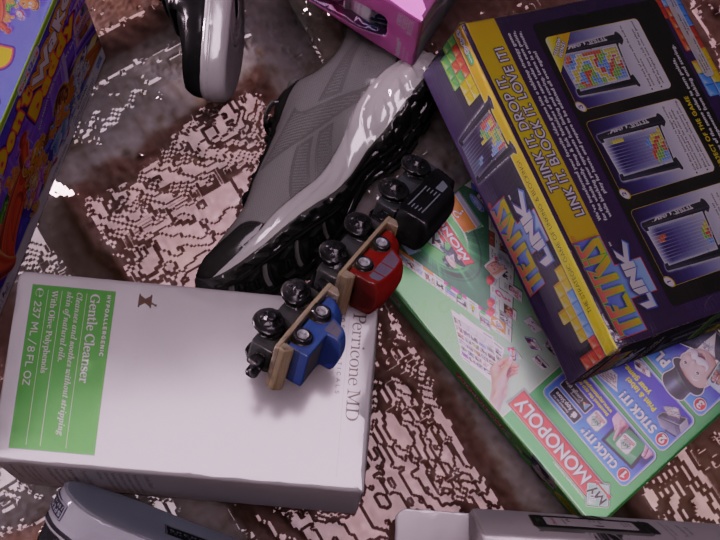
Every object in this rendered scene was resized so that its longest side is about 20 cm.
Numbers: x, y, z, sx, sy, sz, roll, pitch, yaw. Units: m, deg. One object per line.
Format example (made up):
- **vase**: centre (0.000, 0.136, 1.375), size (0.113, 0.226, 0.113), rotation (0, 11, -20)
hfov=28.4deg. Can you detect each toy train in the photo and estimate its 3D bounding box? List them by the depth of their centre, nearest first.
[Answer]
- **toy train**: centre (0.000, 0.000, 0.763), size (0.045, 0.034, 0.200), rotation (30, 44, 12)

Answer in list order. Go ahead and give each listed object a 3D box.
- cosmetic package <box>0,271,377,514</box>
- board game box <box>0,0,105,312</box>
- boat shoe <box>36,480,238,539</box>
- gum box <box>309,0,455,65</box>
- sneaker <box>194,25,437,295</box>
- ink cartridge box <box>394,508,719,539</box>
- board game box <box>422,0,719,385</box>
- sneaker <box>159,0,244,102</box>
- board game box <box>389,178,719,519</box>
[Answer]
- **cosmetic package**: centre (-0.092, 0.070, 0.789), size (0.197, 0.085, 0.109), rotation (4, 73, 0)
- **board game box**: centre (-0.207, -0.063, 0.791), size (0.044, 0.135, 0.202), rotation (19, 77, 3)
- **boat shoe**: centre (-0.084, 0.184, 0.764), size (0.197, 0.074, 0.069), rotation (25, 96, -15)
- **gum box**: centre (0.031, -0.227, 0.811), size (0.113, 0.066, 0.201), rotation (31, 77, 5)
- **sneaker**: centre (-0.033, -0.061, 0.835), size (0.079, 0.074, 0.201), rotation (34, 71, 15)
- **ink cartridge box**: centre (0.115, 0.194, 0.761), size (0.197, 0.068, 0.118), rotation (3, 92, -1)
- **board game box**: centre (0.149, -0.055, 0.809), size (0.164, 0.057, 0.202), rotation (-15, 73, -28)
- **sneaker**: centre (-0.127, -0.192, 0.863), size (0.110, 0.073, 0.203), rotation (-1, 68, 1)
- **board game box**: centre (0.117, 0.032, 0.834), size (0.134, 0.029, 0.201), rotation (-38, 81, -9)
